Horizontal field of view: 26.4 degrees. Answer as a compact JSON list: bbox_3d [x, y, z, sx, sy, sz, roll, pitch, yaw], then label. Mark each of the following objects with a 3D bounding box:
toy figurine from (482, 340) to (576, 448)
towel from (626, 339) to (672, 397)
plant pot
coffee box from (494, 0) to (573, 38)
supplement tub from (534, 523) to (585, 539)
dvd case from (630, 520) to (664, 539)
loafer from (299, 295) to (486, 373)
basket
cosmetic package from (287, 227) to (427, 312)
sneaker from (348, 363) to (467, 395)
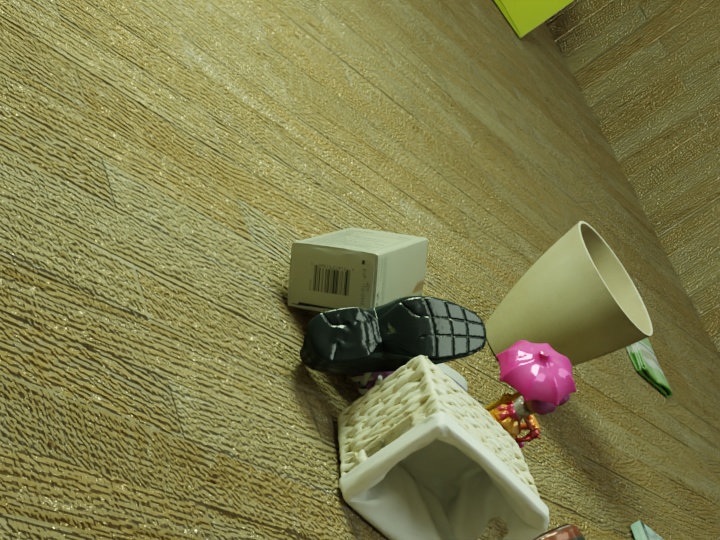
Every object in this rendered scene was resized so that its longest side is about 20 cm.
[{"bbox_3d":[0.174,0.163,1.781,0.200,0.183,0.151,36,27,-47],"label":"toy figurine"},{"bbox_3d":[0.543,0.137,2.981,0.149,0.031,0.201,35,29,-46],"label":"towel"},{"bbox_3d":[0.283,0.064,2.186,0.188,0.199,0.188,47,20,-23],"label":"plant pot"},{"bbox_3d":[0.428,-0.735,3.840,0.201,0.199,0.198,53,19,-11],"label":"coffee box"},{"bbox_3d":[0.239,0.391,1.695,0.202,0.106,0.107,63,20,18],"label":"supplement tub"},{"bbox_3d":[0.475,0.471,2.286,0.200,0.022,0.147,39,26,-41],"label":"dvd case"},{"bbox_3d":[0.032,0.071,1.594,0.197,0.072,0.074,1,69,-17],"label":"loafer"},{"bbox_3d":[0.080,0.204,1.566,0.200,0.135,0.124,44,18,-32],"label":"basket"},{"bbox_3d":[0.000,0.000,1.716,0.200,0.104,0.072,-17,113,-70],"label":"cosmetic package"},{"bbox_3d":[0.028,0.132,1.649,0.199,0.073,0.115,29,57,-19],"label":"sneaker"}]
